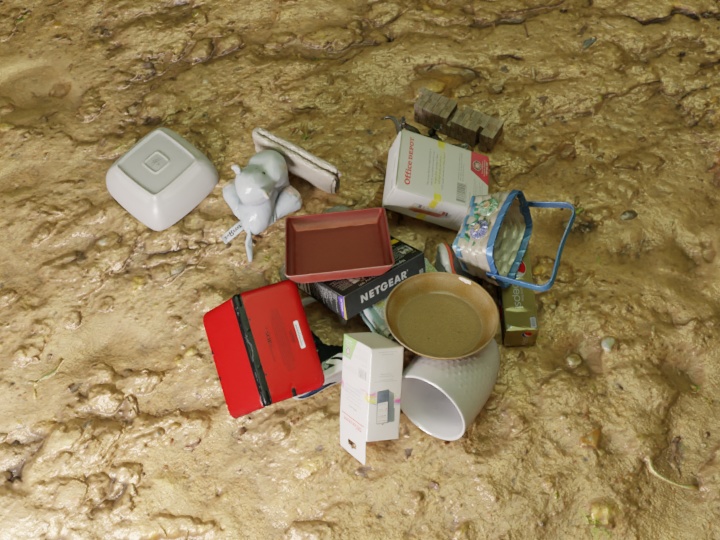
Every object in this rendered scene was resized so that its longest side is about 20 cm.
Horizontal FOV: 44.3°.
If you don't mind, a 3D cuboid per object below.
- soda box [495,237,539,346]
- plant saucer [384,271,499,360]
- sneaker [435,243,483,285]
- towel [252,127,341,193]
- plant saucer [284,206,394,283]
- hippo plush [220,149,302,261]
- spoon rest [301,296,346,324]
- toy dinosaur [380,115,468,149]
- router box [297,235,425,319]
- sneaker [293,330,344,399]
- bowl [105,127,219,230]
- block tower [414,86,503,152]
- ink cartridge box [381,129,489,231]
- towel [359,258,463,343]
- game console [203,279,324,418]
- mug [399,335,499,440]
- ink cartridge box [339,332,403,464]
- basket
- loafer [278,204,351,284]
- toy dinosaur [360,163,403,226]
[{"bbox_3d":[0.293,0.038,1.677,0.063,0.068,0.203,-2,60,2],"label":"soda box"},{"bbox_3d":[0.139,0.085,1.522,0.196,0.036,0.202,0,44,0],"label":"plant saucer"},{"bbox_3d":[0.204,0.029,1.686,0.080,0.077,0.203,-7,61,-11],"label":"sneaker"},{"bbox_3d":[-0.128,-0.223,1.792,0.198,0.133,0.035,28,80,1],"label":"towel"},{"bbox_3d":[-0.042,-0.043,1.643,0.196,0.037,0.201,-6,36,-1],"label":"plant saucer"},{"bbox_3d":[-0.219,-0.166,1.762,0.158,0.162,0.200,35,67,20],"label":"hippo plush"},{"bbox_3d":[-0.127,0.083,1.663,0.196,0.099,0.062,-6,92,-8],"label":"spoon rest"},{"bbox_3d":[0.124,-0.266,1.851,0.197,0.103,0.078,16,62,19],"label":"toy dinosaur"},{"bbox_3d":[0.000,0.000,1.662,0.198,0.053,0.156,-28,37,-29],"label":"router box"},{"bbox_3d":[-0.052,0.148,1.625,0.197,0.073,0.113,-21,63,-8],"label":"sneaker"},{"bbox_3d":[-0.418,-0.205,1.845,0.199,0.075,0.200,38,67,20],"label":"bowl"},{"bbox_3d":[0.205,-0.322,1.896,0.198,0.054,0.058,28,64,18],"label":"block tower"},{"bbox_3d":[0.151,-0.177,1.761,0.197,0.084,0.147,16,60,-14],"label":"ink cartridge box"},{"bbox_3d":[0.085,0.057,1.649,0.169,0.049,0.200,-19,32,-12],"label":"towel"},{"bbox_3d":[-0.176,0.142,1.592,0.170,0.119,0.203,-16,81,-16],"label":"game console"},{"bbox_3d":[0.144,0.175,1.567,0.198,0.149,0.175,20,49,32],"label":"mug"},{"bbox_3d":[0.017,0.219,1.526,0.066,0.117,0.204,-1,99,-25],"label":"ink cartridge box"},{"bbox_3d":[0.277,-0.053,1.606,0.197,0.140,0.178,10,62,28],"label":"basket"},{"bbox_3d":[-0.091,-0.051,1.754,0.200,0.070,0.069,-46,32,-17],"label":"loafer"},{"bbox_3d":[0.056,-0.155,1.793,0.106,0.060,0.201,36,37,-10],"label":"toy dinosaur"}]
